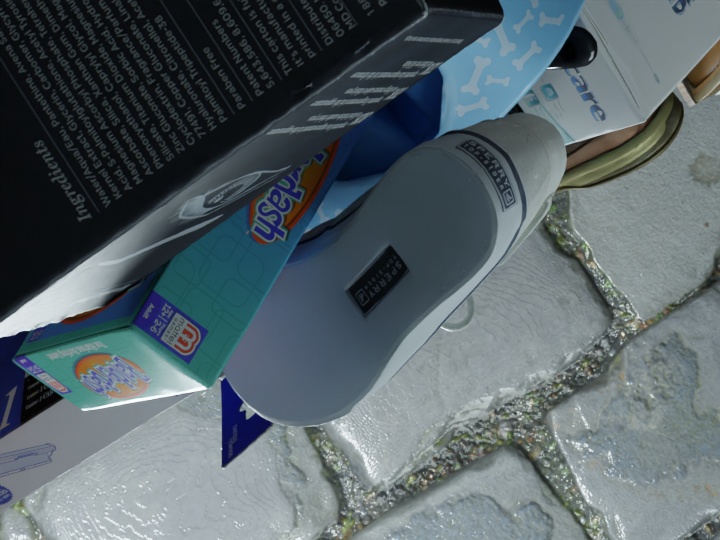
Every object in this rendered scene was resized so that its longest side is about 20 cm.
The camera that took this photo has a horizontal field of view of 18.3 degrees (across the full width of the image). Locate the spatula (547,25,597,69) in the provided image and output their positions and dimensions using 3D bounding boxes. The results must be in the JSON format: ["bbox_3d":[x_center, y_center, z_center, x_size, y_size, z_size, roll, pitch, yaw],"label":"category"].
[{"bbox_3d":[0.023,-0.100,1.045,0.199,0.057,0.021,-2,-155,34],"label":"spatula"}]

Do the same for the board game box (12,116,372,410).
[{"bbox_3d":[-0.058,-0.039,0.946,0.201,0.045,0.152,-59,-161,-19],"label":"board game box"}]

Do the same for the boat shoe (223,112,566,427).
[{"bbox_3d":[0.018,-0.007,0.912,0.086,0.075,0.202,-31,170,-42],"label":"boat shoe"}]

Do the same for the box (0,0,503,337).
[{"bbox_3d":[-0.066,-0.074,0.769,0.199,0.105,0.148,-34,177,13],"label":"box"}]

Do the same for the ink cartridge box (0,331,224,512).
[{"bbox_3d":[-0.138,0.042,1.082,0.199,0.044,0.095,-32,-139,32],"label":"ink cartridge box"}]

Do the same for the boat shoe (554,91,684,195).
[{"bbox_3d":[0.078,-0.067,1.238,0.199,0.068,0.072,-26,-152,23],"label":"boat shoe"}]

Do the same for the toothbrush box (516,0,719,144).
[{"bbox_3d":[0.089,-0.125,1.112,0.199,0.086,0.146,-13,-154,52],"label":"toothbrush box"}]

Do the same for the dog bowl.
[{"bbox_3d":[0.022,-0.079,0.971,0.200,0.049,0.112,-47,-161,23],"label":"dog bowl"}]

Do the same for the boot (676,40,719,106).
[{"bbox_3d":[0.170,-0.171,1.201,0.073,0.156,0.200,-29,180,-9],"label":"boot"}]

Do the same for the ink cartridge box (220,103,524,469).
[{"bbox_3d":[0.000,0.000,1.024,0.200,0.037,0.095,-43,-161,13],"label":"ink cartridge box"}]
